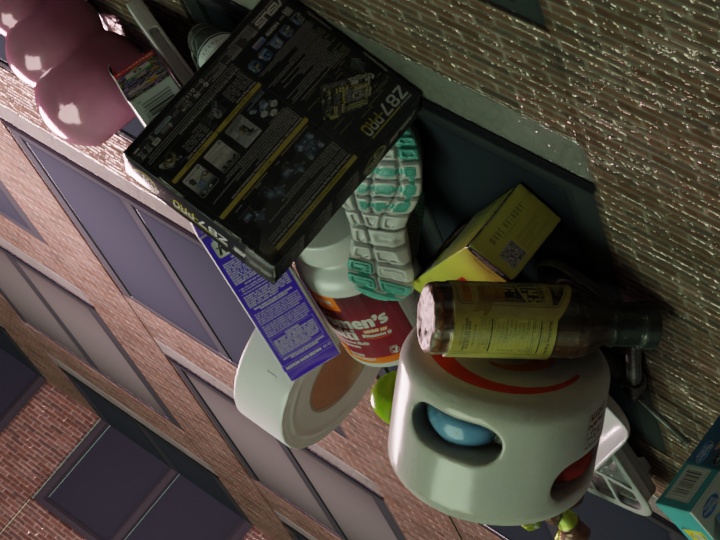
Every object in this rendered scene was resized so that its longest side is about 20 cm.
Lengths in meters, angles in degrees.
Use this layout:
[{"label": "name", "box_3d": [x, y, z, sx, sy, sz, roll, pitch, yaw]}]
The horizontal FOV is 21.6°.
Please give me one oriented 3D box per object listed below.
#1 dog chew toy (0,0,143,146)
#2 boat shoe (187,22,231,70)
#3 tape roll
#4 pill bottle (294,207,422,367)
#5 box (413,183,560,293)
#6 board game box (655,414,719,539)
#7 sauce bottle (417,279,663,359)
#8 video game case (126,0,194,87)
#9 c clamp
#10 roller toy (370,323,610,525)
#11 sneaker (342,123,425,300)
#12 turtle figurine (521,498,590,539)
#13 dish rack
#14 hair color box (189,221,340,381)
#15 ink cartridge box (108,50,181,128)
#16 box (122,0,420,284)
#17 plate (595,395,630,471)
[{"label": "dog chew toy", "box_3d": [-0.307, -0.227, 1.938, 0.200, 0.124, 0.125, 50, 163, -7]}, {"label": "boat shoe", "box_3d": [-0.093, -0.159, 1.744, 0.071, 0.072, 0.200, 55, 178, 45]}, {"label": "tape roll", "box_3d": [-0.047, 0.091, 2.034, 0.071, 0.203, 0.203, 33, 163, 23]}, {"label": "pill bottle", "box_3d": [0.000, 0.000, 1.853, 0.109, 0.110, 0.200, 27, 160, 37]}, {"label": "box", "box_3d": [0.105, -0.015, 1.646, 0.050, 0.075, 0.200, 41, 163, -4]}, {"label": "board game box", "box_3d": [0.348, 0.195, 1.520, 0.200, 0.151, 0.047, 47, 162, -24]}, {"label": "sauce bottle", "box_3d": [0.148, 0.042, 1.552, 0.199, 0.066, 0.066, 2, 171, -14]}, {"label": "video game case", "box_3d": [-0.153, -0.162, 1.812, 0.200, 0.018, 0.143, 54, 176, 40]}, {"label": "c clamp", "box_3d": [0.226, 0.063, 1.678, 0.171, 0.027, 0.200, 38, 166, 28]}, {"label": "roller toy", "box_3d": [0.121, 0.116, 1.617, 0.183, 0.199, 0.140, -115, 27, -57]}, {"label": "sneaker", "box_3d": [0.024, -0.071, 1.681, 0.077, 0.091, 0.200, 11, 134, 7]}, {"label": "turtle figurine", "box_3d": [0.173, 0.206, 1.932, 0.161, 0.064, 0.200, 45, -169, -34]}, {"label": "dish rack", "box_3d": [0.214, 0.158, 1.912, 0.171, 0.044, 0.200, 22, 156, 49]}, {"label": "hair color box", "box_3d": [-0.099, 0.000, 1.827, 0.200, 0.065, 0.109, 62, 178, -35]}, {"label": "ink cartridge box", "box_3d": [-0.184, -0.149, 1.795, 0.109, 0.050, 0.200, 57, 178, -21]}, {"label": "box", "box_3d": [-0.071, -0.114, 1.553, 0.161, 0.200, 0.049, 35, 162, 12]}, {"label": "plate", "box_3d": [0.166, 0.112, 1.798, 0.200, 0.032, 0.200, 49, 152, 13]}]
